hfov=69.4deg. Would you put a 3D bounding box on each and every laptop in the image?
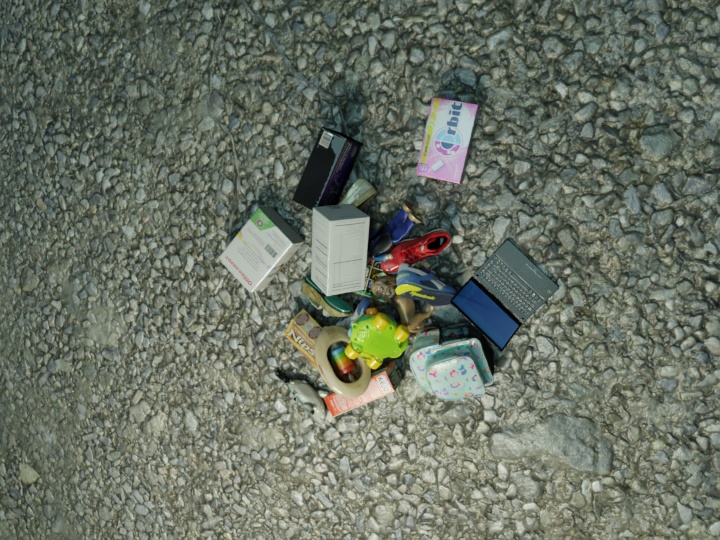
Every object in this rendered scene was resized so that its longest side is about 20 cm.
[{"bbox_3d":[0.355,0.060,1.281,0.177,0.103,0.200,44,108,7],"label":"laptop"}]

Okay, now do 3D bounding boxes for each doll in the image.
[{"bbox_3d":[0.064,-0.086,1.354,0.200,0.048,0.137,-44,42,19],"label":"doll"}]

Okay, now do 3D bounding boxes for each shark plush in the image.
[{"bbox_3d":[-0.182,0.373,1.526,0.199,0.091,0.084,28,136,7],"label":"shark plush"}]

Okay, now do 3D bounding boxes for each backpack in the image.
[{"bbox_3d":[0.227,0.236,1.323,0.199,0.151,0.178,-11,120,26],"label":"backpack"}]

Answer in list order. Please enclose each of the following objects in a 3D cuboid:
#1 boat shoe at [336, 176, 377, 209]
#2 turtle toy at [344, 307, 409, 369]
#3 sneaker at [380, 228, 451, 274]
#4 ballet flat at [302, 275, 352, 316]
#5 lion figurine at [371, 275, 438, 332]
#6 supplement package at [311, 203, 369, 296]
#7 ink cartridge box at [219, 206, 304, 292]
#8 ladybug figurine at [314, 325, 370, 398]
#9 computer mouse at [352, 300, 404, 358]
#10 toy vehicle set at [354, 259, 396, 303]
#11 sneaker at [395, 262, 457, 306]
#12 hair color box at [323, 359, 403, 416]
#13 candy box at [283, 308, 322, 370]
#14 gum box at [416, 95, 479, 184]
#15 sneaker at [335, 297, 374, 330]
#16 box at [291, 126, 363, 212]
[{"bbox_3d":[-0.031,-0.151,1.389,0.069,0.074,0.201,39,104,10],"label":"boat shoe"},{"bbox_3d":[0.051,0.169,1.334,0.199,0.101,0.146,31,112,-33],"label":"turtle toy"},{"bbox_3d":[0.136,-0.053,1.314,0.199,0.116,0.079,-30,87,8],"label":"sneaker"},{"bbox_3d":[-0.096,0.087,1.428,0.200,0.070,0.071,37,110,37],"label":"ballet flat"},{"bbox_3d":[0.118,0.093,1.353,0.201,0.122,0.072,60,153,7],"label":"lion figurine"},{"bbox_3d":[-0.055,-0.054,1.321,0.109,0.113,0.202,41,132,53],"label":"supplement package"},{"bbox_3d":[-0.282,-0.059,1.481,0.145,0.084,0.200,45,108,7],"label":"ink cartridge box"},{"bbox_3d":[-0.051,0.238,1.356,0.135,0.072,0.201,-19,76,-24],"label":"ladybug figurine"},{"bbox_3d":[0.047,0.164,1.434,0.200,0.034,0.059,46,109,8],"label":"computer mouse"},{"bbox_3d":[0.000,0.000,1.428,0.199,0.026,0.125,19,103,15],"label":"toy vehicle set"},{"bbox_3d":[0.173,0.035,1.317,0.074,0.199,0.083,-38,46,40],"label":"sneaker"},{"bbox_3d":[0.010,0.322,1.429,0.199,0.111,0.064,-26,90,19],"label":"hair color box"},{"bbox_3d":[-0.121,0.214,1.456,0.200,0.055,0.116,46,146,7],"label":"candy box"},{"bbox_3d":[0.217,-0.325,1.287,0.113,0.066,0.202,15,102,14],"label":"gum box"},{"bbox_3d":[-0.028,0.147,1.421,0.088,0.075,0.201,35,120,23],"label":"sneaker"},{"bbox_3d":[-0.084,-0.259,1.357,0.078,0.141,0.201,28,106,10],"label":"box"}]
